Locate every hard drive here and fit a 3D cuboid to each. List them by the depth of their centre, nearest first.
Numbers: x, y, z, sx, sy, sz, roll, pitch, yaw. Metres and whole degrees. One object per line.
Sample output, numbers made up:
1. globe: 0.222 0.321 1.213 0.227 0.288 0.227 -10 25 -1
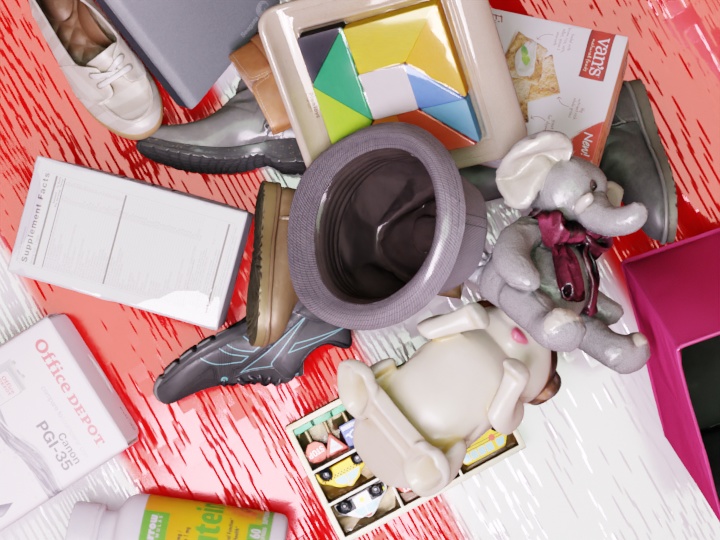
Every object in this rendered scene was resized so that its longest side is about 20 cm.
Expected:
1. hard drive: -0.169 -0.264 1.618 0.140 0.033 0.200 -52 133 -17

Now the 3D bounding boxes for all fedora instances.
1. fedora: 0.035 -0.034 1.559 0.199 0.090 0.179 -18 70 43

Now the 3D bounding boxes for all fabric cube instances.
1. fabric cube: 0.364 0.083 1.597 0.195 0.200 0.201 -19 112 -1

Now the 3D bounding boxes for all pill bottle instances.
1. pill bottle: -0.171 0.268 1.667 0.198 0.111 0.112 8 91 0

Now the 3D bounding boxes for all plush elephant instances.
1. plush elephant: 0.180 -0.025 1.550 0.200 0.164 0.156 37 101 42

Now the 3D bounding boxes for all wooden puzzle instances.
1. wooden puzzle: 0.028 -0.163 1.570 0.198 0.037 0.186 -14 113 14

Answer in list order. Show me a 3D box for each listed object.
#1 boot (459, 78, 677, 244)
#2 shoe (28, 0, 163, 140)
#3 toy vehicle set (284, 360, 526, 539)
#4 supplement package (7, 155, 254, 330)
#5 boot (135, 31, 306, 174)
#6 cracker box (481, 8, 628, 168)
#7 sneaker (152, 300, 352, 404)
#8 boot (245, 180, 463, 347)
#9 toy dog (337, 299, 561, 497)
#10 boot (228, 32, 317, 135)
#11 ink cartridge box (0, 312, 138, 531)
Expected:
1. boot: 0.181 -0.089 1.670 0.198 0.073 0.183 -11 61 -7
2. shoe: -0.253 -0.204 1.667 0.070 0.053 0.201 -37 76 0
3. toy vehicle set: 0.042 0.157 1.708 0.199 0.027 0.125 -28 90 0
4. supplement package: -0.209 -0.027 1.664 0.198 0.110 0.115 16 91 -1
5. boot: -0.109 -0.160 1.697 0.198 0.068 0.132 2 79 0
6. cracker box: 0.134 -0.165 1.649 0.198 0.058 0.135 13 68 12
7. sneaker: -0.100 0.080 1.684 0.199 0.075 0.080 -30 93 1
8. boot: 0.000 0.000 1.645 0.198 0.066 0.177 9 62 -10
9. toy dog: 0.096 0.110 1.620 0.199 0.195 0.140 -35 65 -23
10. boot: -0.051 -0.228 1.658 0.154 0.077 0.201 -27 71 2
11. ink cartridge box: -0.329 0.151 1.680 0.199 0.083 0.147 -33 90 1
